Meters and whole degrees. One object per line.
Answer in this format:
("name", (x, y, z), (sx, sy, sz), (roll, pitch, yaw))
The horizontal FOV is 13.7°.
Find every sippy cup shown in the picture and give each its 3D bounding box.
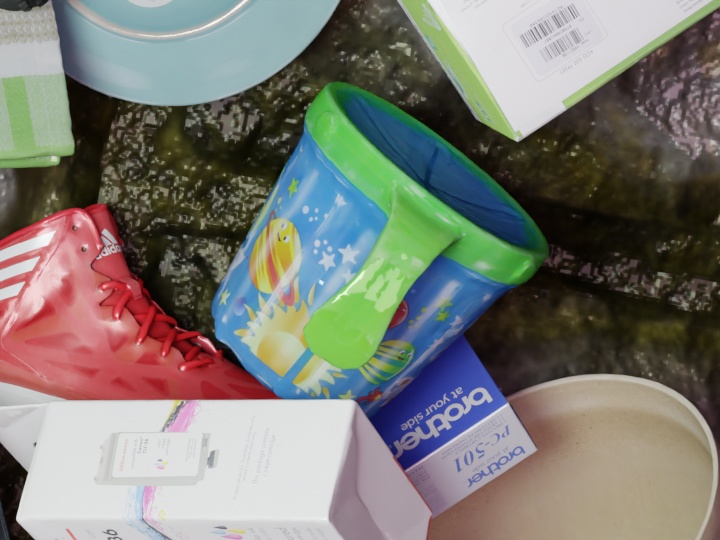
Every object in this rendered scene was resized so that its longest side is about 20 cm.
("sippy cup", (0.000, 0.000, 1.452), (0.140, 0.178, 0.130), (44, 105, 28))

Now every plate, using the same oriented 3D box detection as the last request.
("plate", (-0.097, -0.182, 1.488), (0.200, 0.026, 0.200), (0, 91, 11))

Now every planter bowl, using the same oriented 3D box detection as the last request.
("planter bowl", (0.111, 0.169, 1.492), (0.200, 0.200, 0.135), (-32, 124, 0))

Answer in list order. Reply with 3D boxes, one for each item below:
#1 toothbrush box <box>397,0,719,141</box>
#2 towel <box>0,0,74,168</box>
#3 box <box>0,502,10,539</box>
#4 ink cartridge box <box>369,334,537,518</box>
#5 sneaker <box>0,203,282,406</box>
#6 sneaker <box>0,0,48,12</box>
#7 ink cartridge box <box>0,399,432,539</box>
("toothbrush box", (0.102, -0.140, 1.442), (0.146, 0.200, 0.086), (-34, 98, 0))
("towel", (-0.224, -0.141, 1.454), (0.149, 0.031, 0.200), (-5, 77, -17))
("box", (-0.246, 0.164, 1.462), (0.158, 0.051, 0.200), (-12, 115, 0))
("ink cartridge box", (-0.019, 0.105, 1.510), (0.200, 0.094, 0.044), (-33, 133, 0))
("sneaker", (-0.111, 0.027, 1.491), (0.200, 0.078, 0.116), (7, 92, 13))
("sneaker", (-0.163, -0.222, 1.454), (0.088, 0.076, 0.200), (13, 77, 15))
("ink cartridge box", (-0.081, 0.116, 1.421), (0.200, 0.116, 0.068), (-1, 58, 23))
